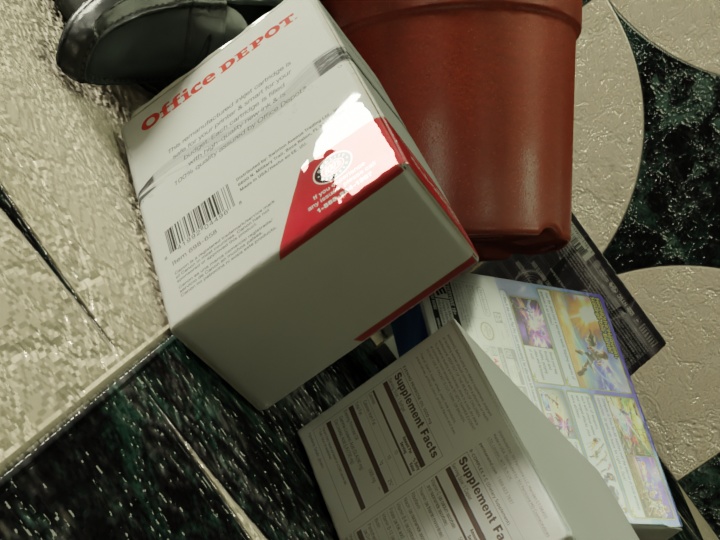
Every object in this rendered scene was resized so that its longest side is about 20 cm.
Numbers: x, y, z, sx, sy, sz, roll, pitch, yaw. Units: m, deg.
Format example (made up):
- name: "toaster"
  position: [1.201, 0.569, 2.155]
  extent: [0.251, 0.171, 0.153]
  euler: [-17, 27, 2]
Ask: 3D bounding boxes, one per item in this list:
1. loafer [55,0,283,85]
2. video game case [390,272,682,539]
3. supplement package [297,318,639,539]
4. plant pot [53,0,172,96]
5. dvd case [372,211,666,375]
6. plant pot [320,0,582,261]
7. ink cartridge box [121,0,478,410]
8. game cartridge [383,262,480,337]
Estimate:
- name: "loafer"
  position: [-0.097, -0.150, 0.835]
  extent: [0.070, 0.068, 0.200]
  euler: [43, 41, 19]
- name: "video game case"
  position: [0.121, 0.099, 0.965]
  extent: [0.181, 0.045, 0.201]
  euler: [9, 51, -30]
- name: "supplement package"
  position: [0.081, 0.154, 0.745]
  extent: [0.200, 0.111, 0.156]
  euler: [46, 12, -43]
- name: "plant pot"
  position: [-0.128, -0.250, 0.947]
  extent: [0.177, 0.200, 0.199]
  euler: [46, 6, 20]
- name: "dvd case"
  position: [0.129, 0.061, 1.073]
  extent: [0.149, 0.200, 0.016]
  euler: [53, -15, -5]
- name: "plant pot"
  position: [0.066, -0.109, 0.933]
  extent: [0.201, 0.200, 0.196]
  euler: [19, 67, -74]
- name: "ink cartridge box"
  position: [-0.042, -0.046, 0.745]
  extent: [0.084, 0.144, 0.200]
  euler: [48, 11, -39]
- name: "game cartridge"
  position: [0.067, 0.006, 1.132]
  extent: [0.200, 0.133, 0.040]
  euler: [56, 28, 7]
